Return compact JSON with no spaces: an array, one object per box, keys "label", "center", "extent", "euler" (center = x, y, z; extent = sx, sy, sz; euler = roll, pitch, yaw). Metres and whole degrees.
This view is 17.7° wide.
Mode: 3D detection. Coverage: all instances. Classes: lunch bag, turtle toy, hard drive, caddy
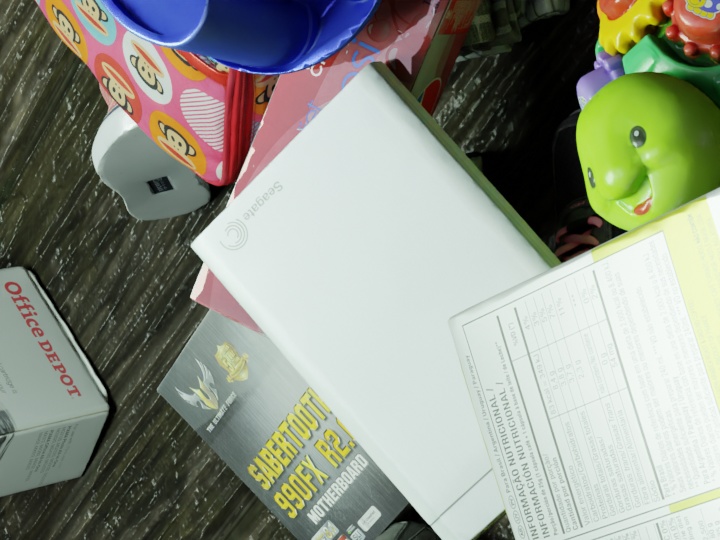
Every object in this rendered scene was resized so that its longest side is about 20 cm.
[{"label":"lunch bag","center":[-0.103,-0.159,1.224],"extent":[0.200,0.082,0.176],"euler":[45,154,20]},{"label":"turtle toy","center":[0.151,-0.090,1.018],"extent":[0.146,0.101,0.200],"euler":[-44,22,45]},{"label":"hard drive","center":[0.028,0.018,1.106],"extent":[0.132,0.027,0.200],"euler":[-44,81,19]},{"label":"caddy","center":[-0.065,-0.188,1.088],"extent":[0.141,0.105,0.200],"euler":[-38,72,25]}]

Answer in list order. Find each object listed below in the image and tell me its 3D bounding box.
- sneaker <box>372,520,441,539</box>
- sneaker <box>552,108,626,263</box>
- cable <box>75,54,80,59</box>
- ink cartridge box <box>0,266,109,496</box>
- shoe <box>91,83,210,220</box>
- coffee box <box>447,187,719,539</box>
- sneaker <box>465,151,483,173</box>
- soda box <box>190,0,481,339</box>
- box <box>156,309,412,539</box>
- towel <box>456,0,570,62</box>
[{"label":"sneaker","center":[0.029,0.221,1.301],"extent":[0.071,0.098,0.201],"euler":[11,132,22]},{"label":"sneaker","center":[0.120,0.017,1.133],"extent":[0.079,0.095,0.201],"euler":[-21,79,53]},{"label":"cable","center":[-0.161,-0.230,1.467],"extent":[0.163,0.051,0.200],"euler":[111,152,-54]},{"label":"ink cartridge box","center":[-0.295,0.087,1.581],"extent":[0.145,0.200,0.083],"euler":[54,138,30]},{"label":"shoe","center":[-0.130,-0.098,1.390],"extent":[0.200,0.071,0.091],"euler":[91,165,-77]},{"label":"coffee box","center":[0.191,0.072,0.968],"extent":[0.198,0.199,0.200],"euler":[-29,75,50]},{"label":"sneaker","center":[0.000,0.000,1.300],"extent":[0.200,0.076,0.088],"euler":[-18,88,51]},{"label":"soda box","center":[-0.012,-0.063,1.158],"extent":[0.070,0.063,0.200],"euler":[27,105,14]},{"label":"box","center":[-0.015,0.064,1.286],"extent":[0.158,0.048,0.200],"euler":[46,140,7]},{"label":"towel","center":[0.012,-0.190,1.239],"extent":[0.200,0.085,0.166],"euler":[-6,92,51]}]
